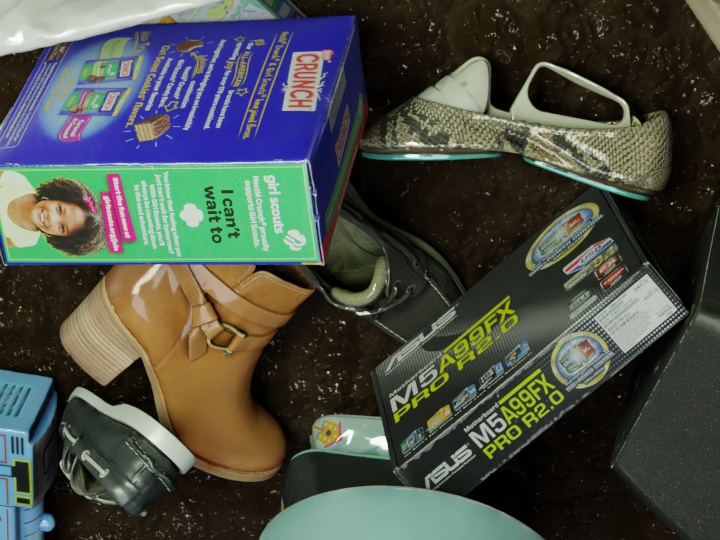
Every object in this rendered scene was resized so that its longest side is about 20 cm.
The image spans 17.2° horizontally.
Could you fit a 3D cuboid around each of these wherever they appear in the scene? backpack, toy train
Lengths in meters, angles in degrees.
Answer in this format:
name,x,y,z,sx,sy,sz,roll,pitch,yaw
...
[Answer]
name,x,y,z,sx,sy,sz,roll,pitch,yaw
backpack,0.036,0.191,1.606,0.174,0.154,0.201,1,143,9
toy train,-0.273,0.160,1.699,0.113,0.087,0.201,9,122,8

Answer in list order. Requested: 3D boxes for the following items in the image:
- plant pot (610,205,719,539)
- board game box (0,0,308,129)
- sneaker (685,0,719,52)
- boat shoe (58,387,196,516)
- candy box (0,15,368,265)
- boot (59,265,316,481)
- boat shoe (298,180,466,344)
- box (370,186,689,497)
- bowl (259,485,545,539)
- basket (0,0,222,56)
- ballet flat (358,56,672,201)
name,x,y,z,sx,sy,sz,roll,pitch,yaw
plant pot,0.265,0.077,1.471,0.176,0.200,0.200,24,123,0
board game box,-0.120,-0.113,1.531,0.134,0.034,0.200,42,120,-14
sneaker,0.257,-0.141,1.412,0.075,0.071,0.200,-31,111,25
boat shoe,-0.174,0.125,1.607,0.076,0.200,0.060,45,75,-12
candy box,-0.105,-0.079,1.427,0.198,0.170,0.078,-1,124,13
boot,-0.083,0.047,1.594,0.155,0.077,0.200,-37,115,24
boat shoe,0.000,-0.001,1.541,0.072,0.066,0.201,-33,121,22
box,0.100,0.045,1.475,0.200,0.160,0.044,-40,109,10
bowl,0.026,0.230,1.447,0.199,0.106,0.202,6,143,4
basket,-0.170,-0.255,1.379,0.198,0.161,0.199,-10,119,19
ballet flat,0.099,-0.095,1.487,0.198,0.068,0.076,9,101,0
